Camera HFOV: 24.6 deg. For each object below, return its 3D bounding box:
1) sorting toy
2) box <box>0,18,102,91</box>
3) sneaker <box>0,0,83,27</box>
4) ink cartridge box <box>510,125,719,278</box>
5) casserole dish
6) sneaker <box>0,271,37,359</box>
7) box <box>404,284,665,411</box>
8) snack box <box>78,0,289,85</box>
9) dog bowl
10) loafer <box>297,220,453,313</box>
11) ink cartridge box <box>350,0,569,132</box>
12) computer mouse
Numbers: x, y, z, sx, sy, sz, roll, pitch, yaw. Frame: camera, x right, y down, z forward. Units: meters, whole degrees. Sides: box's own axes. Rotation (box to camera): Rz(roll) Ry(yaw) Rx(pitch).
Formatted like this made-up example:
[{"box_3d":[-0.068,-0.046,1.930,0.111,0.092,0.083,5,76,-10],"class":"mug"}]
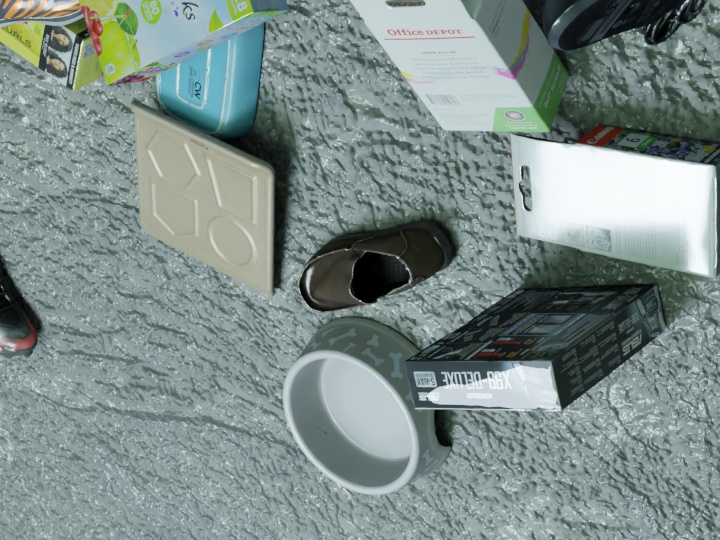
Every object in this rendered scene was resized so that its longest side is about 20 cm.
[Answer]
[{"box_3d":[-0.163,-0.079,1.775,0.185,0.036,0.200,26,141,24],"class":"sorting toy"},{"box_3d":[-0.367,-0.282,1.814,0.200,0.050,0.075,36,132,17],"class":"box"},{"box_3d":[-0.358,-0.298,1.713,0.200,0.112,0.078,-14,78,13],"class":"sneaker"},{"box_3d":[0.233,-0.068,1.471,0.200,0.050,0.109,14,123,33],"class":"ink cartridge box"},{"box_3d":[-0.161,-0.219,1.700,0.121,0.039,0.200,28,130,23],"class":"casserole dish"},{"box_3d":[-0.476,0.024,2.064,0.200,0.071,0.098,45,136,10],"class":"sneaker"},{"box_3d":[0.161,0.068,1.503,0.158,0.200,0.050,-3,107,38],"class":"box"},{"box_3d":[-0.187,-0.294,1.614,0.200,0.068,0.169,-21,88,33],"class":"snack box"},{"box_3d":[0.002,0.152,1.776,0.200,0.059,0.200,18,125,28],"class":"dog bowl"},{"box_3d":[0.000,0.000,1.678,0.200,0.071,0.073,-23,100,44],"class":"loafer"},{"box_3d":[0.085,-0.204,1.429,0.117,0.067,0.200,5,151,36],"class":"ink cartridge box"},{"box_3d":[0.209,-0.225,1.303,0.053,0.200,0.139,58,138,16],"class":"computer mouse"}]
